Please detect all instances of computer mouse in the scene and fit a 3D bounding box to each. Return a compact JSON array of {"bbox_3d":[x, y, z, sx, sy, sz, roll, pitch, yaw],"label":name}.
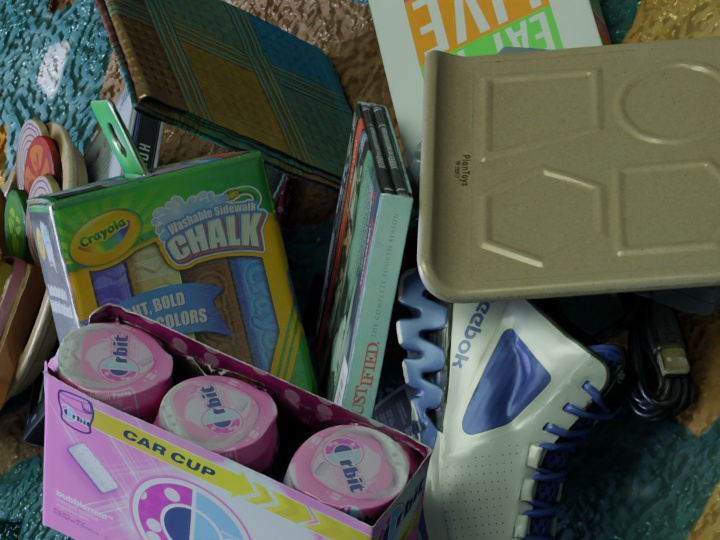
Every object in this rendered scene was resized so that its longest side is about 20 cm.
[{"bbox_3d":[0.088,0.069,1.544,0.199,0.044,0.110,-29,56,14],"label":"computer mouse"}]

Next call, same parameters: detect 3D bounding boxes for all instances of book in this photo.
[{"bbox_3d":[0.076,-0.155,1.690,0.133,0.048,0.201,-27,51,17],"label":"book"}]

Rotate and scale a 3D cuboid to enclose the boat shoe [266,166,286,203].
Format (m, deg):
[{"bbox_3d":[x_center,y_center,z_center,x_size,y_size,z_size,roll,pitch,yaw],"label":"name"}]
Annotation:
[{"bbox_3d":[-0.092,0.024,1.677,0.201,0.059,0.072,-62,9,-11],"label":"boat shoe"}]

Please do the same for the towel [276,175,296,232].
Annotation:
[{"bbox_3d":[-0.109,0.029,1.744,0.144,0.022,0.201,-11,60,34],"label":"towel"}]

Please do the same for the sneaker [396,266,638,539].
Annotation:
[{"bbox_3d":[0.088,0.085,1.457,0.115,0.080,0.201,-12,78,20],"label":"sneaker"}]

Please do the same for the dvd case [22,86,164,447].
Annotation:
[{"bbox_3d":[-0.163,-0.007,1.747,0.150,0.025,0.201,133,150,-58],"label":"dvd case"}]

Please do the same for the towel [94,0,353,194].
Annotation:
[{"bbox_3d":[-0.076,-0.114,1.678,0.022,0.199,0.147,-45,45,24],"label":"towel"}]

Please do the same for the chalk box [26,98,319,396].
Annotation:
[{"bbox_3d":[-0.110,0.000,1.573,0.124,0.123,0.201,-170,67,-77],"label":"chalk box"}]

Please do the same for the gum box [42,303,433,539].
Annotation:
[{"bbox_3d":[-0.070,0.107,1.426,0.199,0.114,0.066,23,46,17],"label":"gum box"}]

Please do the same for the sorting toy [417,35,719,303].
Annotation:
[{"bbox_3d":[0.131,-0.051,1.485,0.199,0.037,0.186,-1,45,4],"label":"sorting toy"}]

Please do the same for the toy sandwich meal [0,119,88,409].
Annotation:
[{"bbox_3d":[-0.234,-0.001,1.781,0.205,0.070,0.206,-166,90,-68],"label":"toy sandwich meal"}]

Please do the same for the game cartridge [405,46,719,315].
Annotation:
[{"bbox_3d":[0.137,-0.056,1.533,0.199,0.041,0.133,22,57,29],"label":"game cartridge"}]

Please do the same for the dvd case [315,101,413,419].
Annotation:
[{"bbox_3d":[0.000,0.000,1.561,0.200,0.022,0.147,-100,19,-73],"label":"dvd case"}]
